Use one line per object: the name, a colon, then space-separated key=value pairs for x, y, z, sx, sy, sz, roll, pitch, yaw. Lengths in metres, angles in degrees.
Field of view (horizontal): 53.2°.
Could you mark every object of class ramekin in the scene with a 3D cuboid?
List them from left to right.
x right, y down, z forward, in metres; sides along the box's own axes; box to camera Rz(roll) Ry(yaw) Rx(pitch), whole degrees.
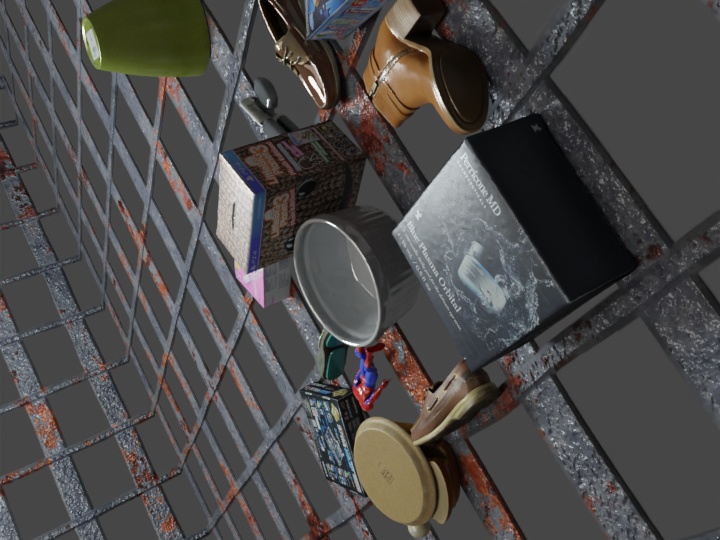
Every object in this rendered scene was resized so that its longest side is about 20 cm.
ramekin: x=0.000 y=0.000 z=1.064 sx=0.199 sy=0.104 sz=0.203 roll=33 pitch=136 yaw=38

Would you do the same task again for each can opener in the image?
can opener: x=-0.136 y=-0.246 z=1.194 sx=0.200 sy=0.052 sz=0.067 roll=50 pitch=145 yaw=29

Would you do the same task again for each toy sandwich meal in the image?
toy sandwich meal: x=0.072 y=0.320 z=1.171 sx=0.203 sy=0.070 sz=0.209 roll=23 pitch=122 yaw=42

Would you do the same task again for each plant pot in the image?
plant pot: x=-0.419 y=-0.451 z=1.377 sx=0.186 sy=0.198 sz=0.190 roll=35 pitch=136 yaw=42

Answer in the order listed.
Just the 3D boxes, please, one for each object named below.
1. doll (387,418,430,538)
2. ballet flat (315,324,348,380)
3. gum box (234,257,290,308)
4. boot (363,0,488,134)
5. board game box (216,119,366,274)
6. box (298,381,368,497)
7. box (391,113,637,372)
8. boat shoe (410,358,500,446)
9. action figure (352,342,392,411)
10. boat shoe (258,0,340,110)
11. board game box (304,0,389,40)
doll: x=0.065 y=0.366 z=1.250 sx=0.136 sy=0.048 sz=0.202 roll=-41 pitch=73 yaw=46
ballet flat: x=-0.048 y=0.117 z=1.266 sx=0.064 sy=0.066 sz=0.202 roll=56 pitch=148 yaw=32
gum box: x=-0.191 y=-0.036 z=1.398 sx=0.113 sy=0.065 sz=0.203 roll=41 pitch=140 yaw=37
boot: x=0.072 y=-0.216 z=0.865 sx=0.155 sy=0.073 sz=0.203 roll=-49 pitch=54 yaw=55
board game box: x=-0.107 y=-0.113 z=1.085 sx=0.097 sy=0.198 sz=0.161 roll=47 pitch=144 yaw=28
box: x=-0.041 y=0.325 z=1.400 sx=0.158 sy=0.045 sz=0.204 roll=-3 pitch=105 yaw=58
box: x=0.158 y=-0.026 z=0.798 sx=0.199 sy=0.116 sz=0.200 roll=60 pitch=147 yaw=14
boat shoe: x=0.126 y=0.192 z=1.034 sx=0.068 sy=0.071 sz=0.201 roll=61 pitch=143 yaw=22
action figure: x=0.016 y=0.178 z=1.218 sx=0.066 sy=0.051 sz=0.202 roll=52 pitch=151 yaw=35
boat shoe: x=-0.093 y=-0.325 z=1.058 sx=0.203 sy=0.071 sz=0.076 roll=65 pitch=149 yaw=7
board game box: x=-0.008 y=-0.393 z=0.868 sx=0.199 sy=0.061 sz=0.204 roll=22 pitch=117 yaw=60
